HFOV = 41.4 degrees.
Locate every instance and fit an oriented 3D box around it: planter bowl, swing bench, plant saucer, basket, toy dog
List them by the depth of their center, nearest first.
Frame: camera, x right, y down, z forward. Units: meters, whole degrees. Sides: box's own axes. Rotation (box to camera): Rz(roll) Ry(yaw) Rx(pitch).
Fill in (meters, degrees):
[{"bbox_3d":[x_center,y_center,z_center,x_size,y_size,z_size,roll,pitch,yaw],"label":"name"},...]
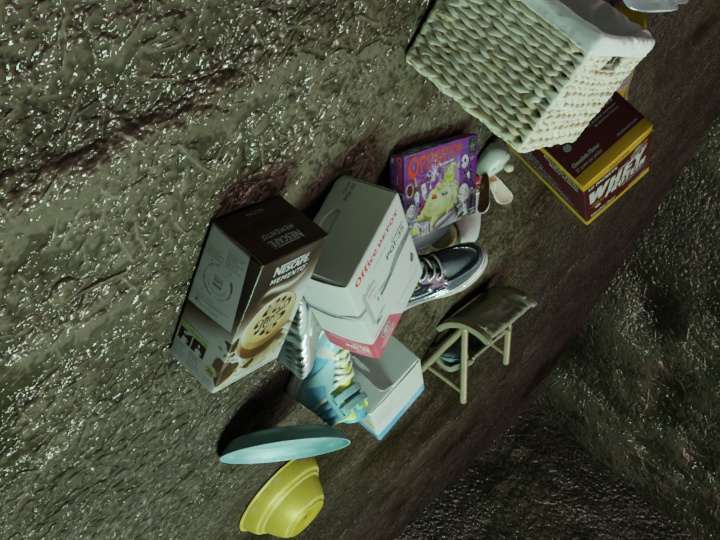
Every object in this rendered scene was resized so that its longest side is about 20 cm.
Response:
[{"bbox_3d":[0.196,-0.256,1.098,0.198,0.200,0.161,-18,145,-56],"label":"basket"},{"bbox_3d":[-0.116,0.265,1.459,0.200,0.027,0.200,-8,163,-2],"label":"plant saucer"},{"bbox_3d":[0.190,-0.096,1.524,0.132,0.096,0.200,-33,154,-42],"label":"toy dog"},{"bbox_3d":[-0.130,0.447,1.819,0.200,0.083,0.200,-44,160,-20],"label":"planter bowl"},{"bbox_3d":[0.253,0.141,2.058,0.199,0.130,0.200,-30,147,-43],"label":"swing bench"}]

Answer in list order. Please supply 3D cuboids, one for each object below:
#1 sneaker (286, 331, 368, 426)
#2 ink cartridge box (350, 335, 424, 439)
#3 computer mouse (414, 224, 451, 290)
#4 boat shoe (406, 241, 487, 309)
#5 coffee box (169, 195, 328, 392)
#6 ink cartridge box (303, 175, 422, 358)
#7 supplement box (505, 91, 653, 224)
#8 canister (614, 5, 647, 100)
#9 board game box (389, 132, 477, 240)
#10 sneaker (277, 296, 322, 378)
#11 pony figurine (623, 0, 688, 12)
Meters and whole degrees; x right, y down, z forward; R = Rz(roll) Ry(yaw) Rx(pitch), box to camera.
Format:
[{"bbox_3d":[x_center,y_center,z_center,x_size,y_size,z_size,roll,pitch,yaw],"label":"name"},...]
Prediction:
[{"bbox_3d":[-0.025,0.153,1.448,0.079,0.131,0.200,-26,149,-47],"label":"sneaker"},{"bbox_3d":[0.018,0.175,1.586,0.125,0.129,0.200,-46,161,-14],"label":"ink cartridge box"},{"bbox_3d":[0.090,-0.037,1.400,0.200,0.046,0.141,-34,125,-39],"label":"computer mouse"},{"bbox_3d":[0.100,0.006,1.470,0.200,0.075,0.093,-28,158,6],"label":"boat shoe"},{"bbox_3d":[-0.127,0.027,1.070,0.113,0.080,0.200,-28,150,-47],"label":"coffee box"},{"bbox_3d":[0.000,0.000,1.204,0.147,0.083,0.200,-62,156,-21],"label":"ink cartridge box"},{"bbox_3d":[0.323,-0.205,1.446,0.133,0.197,0.200,-42,160,3],"label":"supplement box"},{"bbox_3d":[0.408,-0.317,1.583,0.200,0.086,0.149,87,24,-59],"label":"canister"},{"bbox_3d":[0.104,-0.118,1.325,0.200,0.032,0.120,-25,116,-51],"label":"board game box"},{"bbox_3d":[-0.070,0.073,1.284,0.082,0.075,0.200,-37,156,-31],"label":"sneaker"},{"bbox_3d":[0.322,-0.413,1.208,0.193,0.167,0.200,-14,158,-5],"label":"pony figurine"}]
